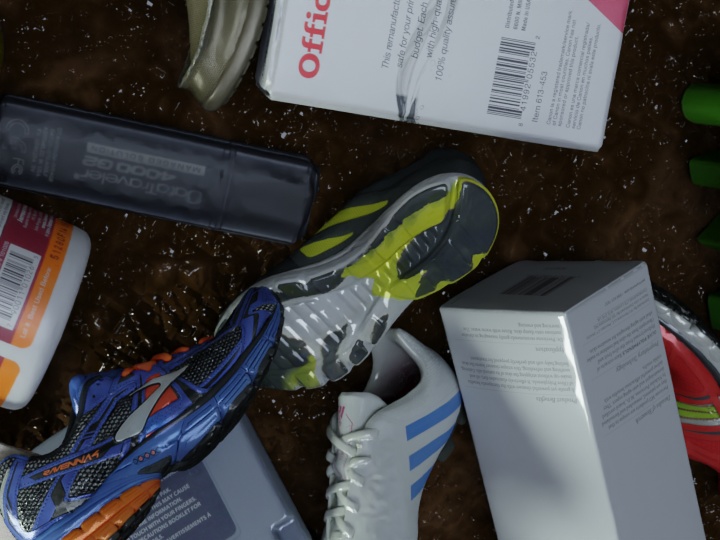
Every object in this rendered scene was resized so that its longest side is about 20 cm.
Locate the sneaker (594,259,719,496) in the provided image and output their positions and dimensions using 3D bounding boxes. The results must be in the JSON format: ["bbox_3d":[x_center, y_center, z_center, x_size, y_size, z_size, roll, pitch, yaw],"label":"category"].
[{"bbox_3d":[0.199,0.079,1.011,0.085,0.077,0.200,-42,104,7],"label":"sneaker"}]

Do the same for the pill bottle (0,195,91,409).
[{"bbox_3d":[-0.258,-0.008,0.892,0.198,0.110,0.111,23,97,-14],"label":"pill bottle"}]

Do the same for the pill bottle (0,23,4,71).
[{"bbox_3d":[-0.238,-0.109,0.828,0.103,0.200,0.106,-2,102,-9],"label":"pill bottle"}]

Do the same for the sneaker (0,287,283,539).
[{"bbox_3d":[-0.116,0.075,0.869,0.078,0.075,0.200,43,64,4],"label":"sneaker"}]

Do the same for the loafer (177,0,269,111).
[{"bbox_3d":[-0.081,-0.191,0.909,0.067,0.076,0.203,10,89,-11],"label":"loafer"}]

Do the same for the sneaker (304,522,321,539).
[{"bbox_3d":[-0.037,0.211,0.997,0.200,0.075,0.079,41,96,-13],"label":"sneaker"}]

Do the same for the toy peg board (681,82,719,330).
[{"bbox_3d":[0.296,-0.052,1.003,0.197,0.098,0.203,-16,105,-23],"label":"toy peg board"}]

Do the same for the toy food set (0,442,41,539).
[{"bbox_3d":[-0.252,0.152,0.896,0.198,0.060,0.145,19,85,-14],"label":"toy food set"}]

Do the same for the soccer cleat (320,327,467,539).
[{"bbox_3d":[0.002,0.124,0.942,0.086,0.069,0.201,49,46,-35],"label":"soccer cleat"}]

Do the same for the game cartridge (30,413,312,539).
[{"bbox_3d":[-0.141,0.151,0.948,0.199,0.041,0.134,-32,79,7],"label":"game cartridge"}]

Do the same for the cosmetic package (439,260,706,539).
[{"bbox_3d":[0.129,0.102,0.973,0.084,0.107,0.202,-27,110,-39],"label":"cosmetic package"}]

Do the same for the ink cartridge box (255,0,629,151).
[{"bbox_3d":[0.047,-0.158,0.929,0.197,0.084,0.147,8,100,-12],"label":"ink cartridge box"}]

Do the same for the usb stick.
[{"bbox_3d":[-0.121,-0.058,0.947,0.198,0.033,0.056,11,106,-12],"label":"usb stick"}]

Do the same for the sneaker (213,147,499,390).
[{"bbox_3d":[0.000,0.000,0.962,0.199,0.085,0.075,-31,110,19],"label":"sneaker"}]
